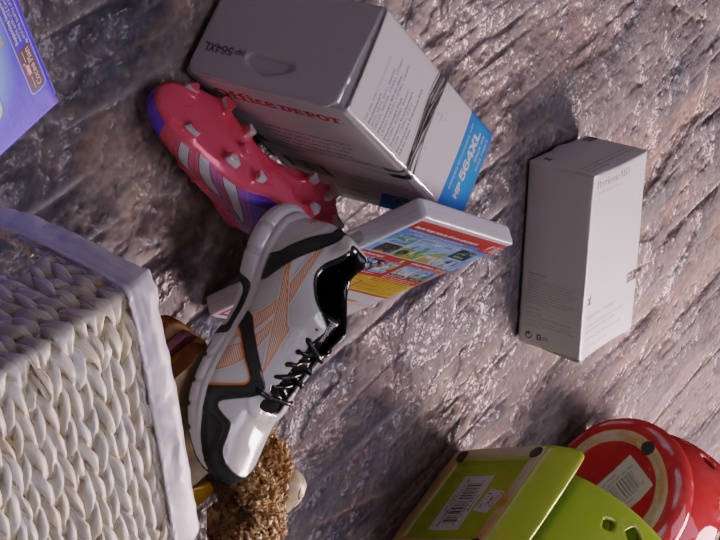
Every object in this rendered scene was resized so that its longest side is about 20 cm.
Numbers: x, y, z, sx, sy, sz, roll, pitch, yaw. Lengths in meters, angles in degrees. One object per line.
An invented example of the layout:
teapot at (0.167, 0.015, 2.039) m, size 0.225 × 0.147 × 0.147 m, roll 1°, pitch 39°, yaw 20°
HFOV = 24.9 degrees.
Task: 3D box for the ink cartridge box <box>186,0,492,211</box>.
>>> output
ink cartridge box at (-0.011, -0.122, 1.196) m, size 0.200 × 0.145 × 0.085 m, roll 42°, pitch 68°, yaw -56°

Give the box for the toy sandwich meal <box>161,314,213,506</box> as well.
toy sandwich meal at (-0.165, 0.136, 1.151) m, size 0.205 × 0.070 × 0.207 m, roll -30°, pitch 128°, yaw -47°

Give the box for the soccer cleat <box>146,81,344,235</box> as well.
soccer cleat at (-0.093, -0.066, 1.181) m, size 0.199 × 0.076 × 0.067 m, roll 33°, pitch 40°, yaw -43°

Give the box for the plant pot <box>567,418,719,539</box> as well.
plant pot at (0.314, 0.270, 1.832) m, size 0.182 × 0.199 × 0.202 m, roll 38°, pitch 72°, yaw -47°

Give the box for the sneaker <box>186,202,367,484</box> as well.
sneaker at (-0.059, 0.056, 1.139) m, size 0.074 × 0.079 × 0.202 m, roll 17°, pitch 92°, yaw -60°

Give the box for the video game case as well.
video game case at (0.000, 0.000, 1.246) m, size 0.143 × 0.199 × 0.018 m, roll 13°, pitch 58°, yaw -57°

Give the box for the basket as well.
basket at (-0.221, 0.089, 0.935) m, size 0.160 × 0.197 × 0.202 m, roll -37°, pitch 134°, yaw -37°

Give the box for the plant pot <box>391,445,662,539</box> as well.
plant pot at (0.146, 0.282, 1.561) m, size 0.182 × 0.198 × 0.200 m, roll 53°, pitch 57°, yaw -19°

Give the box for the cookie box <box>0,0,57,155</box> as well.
cookie box at (-0.276, -0.105, 0.869) m, size 0.200 × 0.075 × 0.172 m, roll -50°, pitch 141°, yaw -32°

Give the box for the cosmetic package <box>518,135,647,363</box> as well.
cosmetic package at (0.225, -0.025, 1.658) m, size 0.112 × 0.081 × 0.202 m, roll -27°, pitch 127°, yaw -46°

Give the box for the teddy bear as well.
teddy bear at (-0.080, 0.202, 1.233) m, size 0.200 × 0.066 × 0.147 m, roll -73°, pitch 160°, yaw -71°
